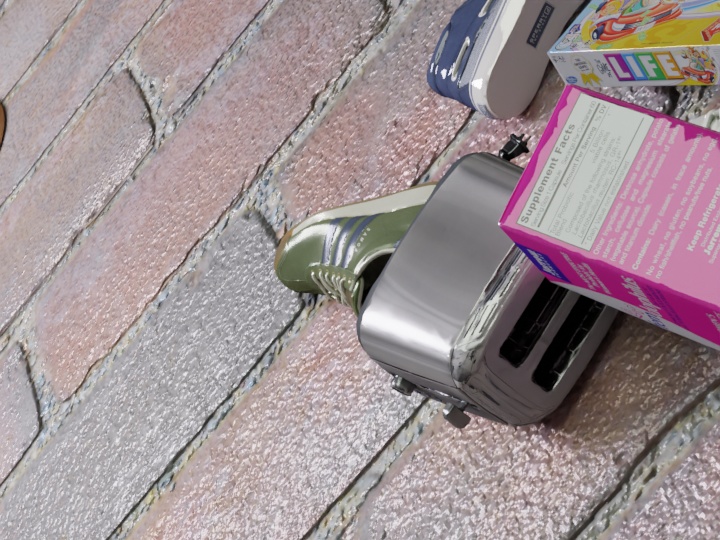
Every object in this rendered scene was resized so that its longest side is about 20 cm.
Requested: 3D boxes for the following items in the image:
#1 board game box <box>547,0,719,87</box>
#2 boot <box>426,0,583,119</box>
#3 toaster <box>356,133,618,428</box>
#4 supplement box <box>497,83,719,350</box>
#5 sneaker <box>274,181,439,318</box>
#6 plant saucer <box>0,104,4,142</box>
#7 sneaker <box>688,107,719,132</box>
[{"bbox_3d":[0.237,-0.181,1.207,0.135,0.034,0.199,-49,29,-23],"label":"board game box"},{"bbox_3d":[0.122,-0.218,1.385,0.090,0.073,0.201,27,86,51],"label":"boot"},{"bbox_3d":[0.099,0.009,1.199,0.201,0.113,0.129,-56,37,-6],"label":"toaster"},{"bbox_3d":[0.197,-0.021,1.040,0.199,0.101,0.104,24,82,33],"label":"supplement box"},{"bbox_3d":[0.000,0.000,1.368,0.199,0.067,0.091,-19,44,40],"label":"sneaker"},{"bbox_3d":[-0.506,-0.129,2.158,0.199,0.037,0.202,-33,40,33],"label":"plant saucer"},{"bbox_3d":[0.248,-0.092,1.106,0.199,0.088,0.076,-7,59,50],"label":"sneaker"}]
